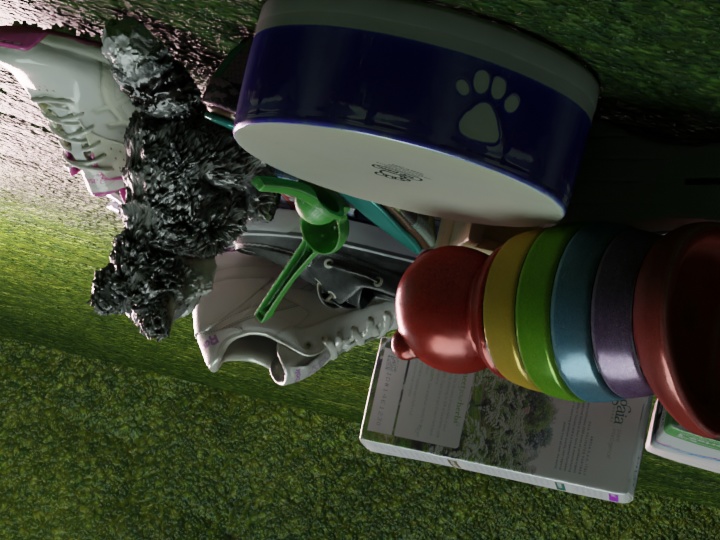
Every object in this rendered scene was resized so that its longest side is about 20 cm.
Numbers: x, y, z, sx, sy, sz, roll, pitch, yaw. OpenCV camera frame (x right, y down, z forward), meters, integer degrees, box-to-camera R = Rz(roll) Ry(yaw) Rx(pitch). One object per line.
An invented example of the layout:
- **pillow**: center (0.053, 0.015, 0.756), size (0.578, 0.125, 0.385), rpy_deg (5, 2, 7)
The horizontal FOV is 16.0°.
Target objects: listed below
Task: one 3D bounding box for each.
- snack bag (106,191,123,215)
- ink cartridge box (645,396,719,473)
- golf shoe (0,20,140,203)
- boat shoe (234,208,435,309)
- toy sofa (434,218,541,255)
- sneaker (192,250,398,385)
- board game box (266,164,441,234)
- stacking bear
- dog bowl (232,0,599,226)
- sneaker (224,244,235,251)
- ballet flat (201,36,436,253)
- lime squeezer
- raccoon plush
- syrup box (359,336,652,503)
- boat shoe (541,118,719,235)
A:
- **snack bag**: center (-0.096, 0.001, 1.959), size (0.189, 0.021, 0.200), rpy_deg (30, 180, -22)
- **ink cartridge box**: center (0.265, 0.063, 1.824), size (0.084, 0.145, 0.200), rpy_deg (14, 172, 4)
- **golf shoe**: center (-0.173, -0.100, 1.685), size (0.075, 0.092, 0.200), rpy_deg (10, 169, 37)
- **boat shoe**: center (0.000, 0.000, 1.741), size (0.200, 0.057, 0.069), rpy_deg (12, 171, 16)
- **toy sofa**: center (0.152, -0.027, 1.634), size (0.200, 0.083, 0.098), rpy_deg (15, 170, -12)
- **sneaker**: center (-0.021, 0.038, 1.805), size (0.200, 0.100, 0.075), rpy_deg (-1, 151, -7)
- **board game box**: center (-0.028, -0.069, 1.743), size (0.200, 0.062, 0.200), rpy_deg (11, 171, 14)
- **stacking bear**: center (0.113, 0.025, 1.502), size (0.200, 0.122, 0.114), rpy_deg (1, 160, 33)
- **dog bowl**: center (0.030, -0.090, 1.461), size (0.200, 0.079, 0.200), rpy_deg (14, 171, 2)
- **sneaker**: center (-0.042, -0.024, 1.942), size (0.146, 0.077, 0.202), rpy_deg (27, 179, -8)
- **ballet flat**: center (-0.011, -0.082, 1.587), size (0.200, 0.071, 0.069), rpy_deg (33, 176, -34)
- **lime squeezer**: center (-0.040, -0.032, 1.650), size (0.071, 0.038, 0.200), rpy_deg (-19, 158, -10)
- **raccoon plush**: center (-0.146, -0.052, 1.631), size (0.200, 0.134, 0.097), rpy_deg (49, 163, -31)
- **syrup box**: center (0.106, 0.109, 1.853), size (0.200, 0.079, 0.081), rpy_deg (11, 171, 7)
- **boat shoe**: center (0.176, -0.044, 1.534), size (0.200, 0.072, 0.071), rpy_deg (8, 165, 26)
